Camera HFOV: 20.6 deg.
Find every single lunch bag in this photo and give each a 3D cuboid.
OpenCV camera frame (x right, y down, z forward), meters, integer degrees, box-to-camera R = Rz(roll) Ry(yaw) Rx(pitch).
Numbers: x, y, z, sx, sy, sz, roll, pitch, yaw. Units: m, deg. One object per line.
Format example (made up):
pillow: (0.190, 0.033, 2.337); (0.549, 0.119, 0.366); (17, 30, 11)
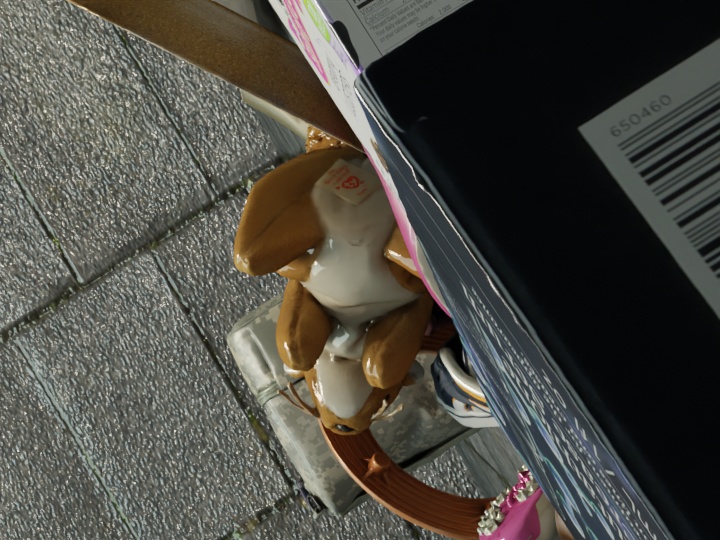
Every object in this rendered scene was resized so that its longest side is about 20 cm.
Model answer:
lunch bag: (0.013, 0.079, 1.550); (0.168, 0.200, 0.139); (59, 178, 11)

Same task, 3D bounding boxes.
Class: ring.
ring: (0.064, 0.101, 1.356); (0.201, 0.200, 0.019); (57, 139, 30)

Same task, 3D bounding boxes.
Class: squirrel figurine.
squirrel figurine: (0.000, 0.000, 1.263); (0.187, 0.141, 0.200); (86, -177, -46)

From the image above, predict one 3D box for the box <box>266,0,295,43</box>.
box: (-0.036, -0.180, 1.166); (0.082, 0.049, 0.200); (58, 177, 40)

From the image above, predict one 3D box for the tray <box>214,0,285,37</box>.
tray: (-0.060, -0.171, 1.275); (0.200, 0.022, 0.108); (5, -108, -77)

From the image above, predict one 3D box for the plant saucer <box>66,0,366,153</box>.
plant saucer: (-0.076, -0.123, 1.081); (0.200, 0.036, 0.200); (27, -177, -1)

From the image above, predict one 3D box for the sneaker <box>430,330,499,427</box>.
sneaker: (0.086, 0.055, 1.230); (0.079, 0.078, 0.200); (51, 169, -18)

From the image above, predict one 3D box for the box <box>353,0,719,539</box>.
box: (0.096, 0.026, 0.465); (0.149, 0.107, 0.200); (57, 177, 28)

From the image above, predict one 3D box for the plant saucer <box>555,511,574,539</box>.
plant saucer: (0.172, 0.185, 1.108); (0.200, 0.037, 0.200); (47, 174, 6)

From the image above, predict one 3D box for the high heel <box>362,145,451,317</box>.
high heel: (0.025, -0.065, 1.042); (0.096, 0.067, 0.200); (34, 151, 60)

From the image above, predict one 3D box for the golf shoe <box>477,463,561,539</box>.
golf shoe: (0.135, 0.154, 1.240); (0.092, 0.075, 0.200); (49, -158, 5)

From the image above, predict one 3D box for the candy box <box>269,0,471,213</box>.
candy box: (0.025, -0.089, 0.833); (0.200, 0.071, 0.168); (58, 177, 9)

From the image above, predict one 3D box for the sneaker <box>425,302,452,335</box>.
sneaker: (0.040, -0.015, 1.418); (0.200, 0.115, 0.076); (-75, -9, -47)

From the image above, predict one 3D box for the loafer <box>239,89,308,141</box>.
loafer: (-0.069, -0.158, 1.776); (0.200, 0.070, 0.075); (57, 177, 30)
